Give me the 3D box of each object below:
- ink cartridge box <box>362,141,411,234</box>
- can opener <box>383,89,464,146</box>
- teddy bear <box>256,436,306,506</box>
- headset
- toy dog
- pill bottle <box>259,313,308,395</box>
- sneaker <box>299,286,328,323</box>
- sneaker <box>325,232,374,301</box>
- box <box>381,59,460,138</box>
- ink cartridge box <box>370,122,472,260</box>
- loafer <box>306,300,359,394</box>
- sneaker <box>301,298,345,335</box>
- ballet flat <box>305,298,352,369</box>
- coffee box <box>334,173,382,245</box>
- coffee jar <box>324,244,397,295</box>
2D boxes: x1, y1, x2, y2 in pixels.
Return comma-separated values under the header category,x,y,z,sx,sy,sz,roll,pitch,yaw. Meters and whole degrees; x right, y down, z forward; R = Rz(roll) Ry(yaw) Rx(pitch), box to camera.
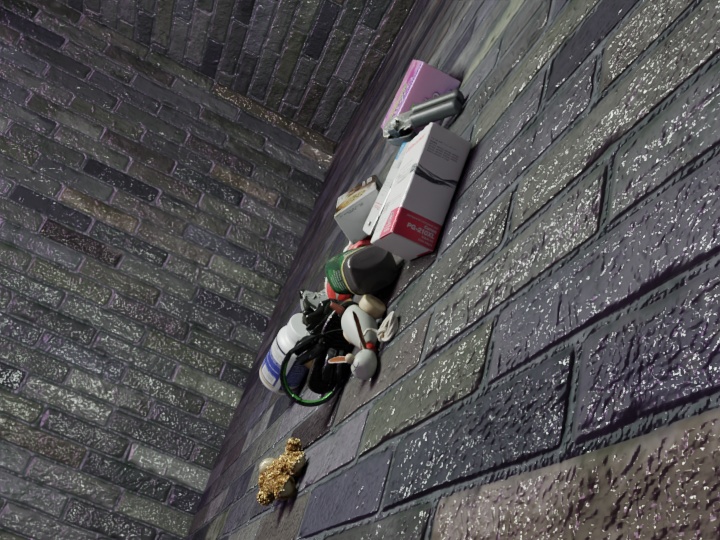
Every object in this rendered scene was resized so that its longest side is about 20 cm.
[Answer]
category,x,y,z,sx,sy,sz,roll,pitch,yaw
ink cartridge box,0.081,-0.156,1.456,0.202,0.066,0.116,-65,10,5
can opener,0.131,-0.308,1.462,0.198,0.067,0.054,-11,48,39
teddy bear,-0.165,0.410,1.448,0.147,0.066,0.200,-64,10,-4
headset,-0.076,0.166,1.375,0.202,0.122,0.094,-59,-5,-7
toy dog,-0.013,0.106,1.253,0.200,0.095,0.134,-142,76,-80
pill bottle,-0.173,0.212,1.815,0.201,0.114,0.116,-59,12,33
sneaker,-0.086,0.050,1.729,0.075,0.114,0.203,162,131,-77
sneaker,-0.024,-0.002,1.646,0.202,0.076,0.085,-63,15,17
box,0.131,-0.372,1.614,0.178,0.096,0.200,-63,11,15
ink cartridge box,0.103,-0.132,1.228,0.145,0.083,0.203,158,135,-76
loafer,-0.058,0.150,1.461,0.202,0.072,0.071,-63,8,7
sneaker,-0.093,0.152,1.538,0.076,0.113,0.202,-167,99,-82
ballet flat,-0.085,0.142,1.634,0.202,0.071,0.068,-62,11,22
coffee box,0.010,-0.142,1.619,0.112,0.080,0.200,-32,14,10
coffee jar,0.000,0.000,1.398,0.103,0.086,0.200,-24,4,-14
